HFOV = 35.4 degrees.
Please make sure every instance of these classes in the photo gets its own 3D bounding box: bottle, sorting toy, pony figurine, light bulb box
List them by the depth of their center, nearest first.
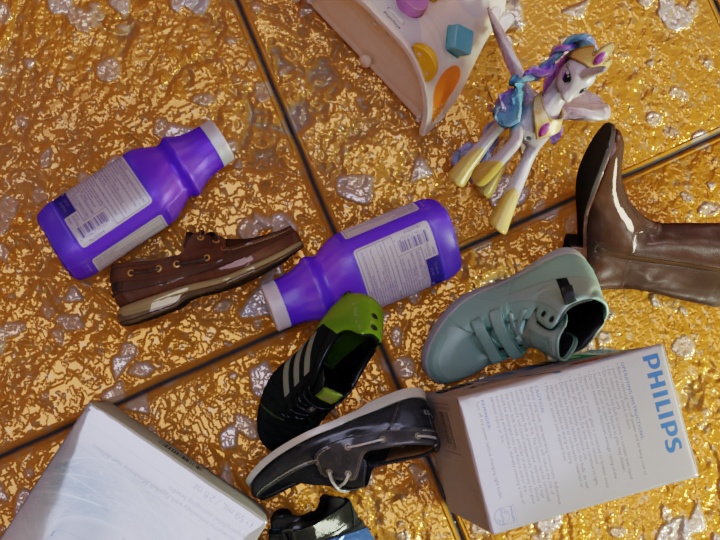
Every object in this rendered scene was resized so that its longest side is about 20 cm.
[{"bbox_3d":[0.179,0.155,1.074,0.196,0.198,0.127,-14,86,-9],"label":"light bulb box"},{"bbox_3d":[-0.218,-0.076,1.116,0.199,0.066,0.084,-35,62,-9],"label":"bottle"},{"bbox_3d":[0.171,-0.158,1.124,0.165,0.194,0.201,32,108,-14],"label":"pony figurine"},{"bbox_3d":[0.000,0.000,1.125,0.197,0.065,0.085,-23,118,-8],"label":"bottle"},{"bbox_3d":[0.065,-0.282,1.174,0.200,0.107,0.180,45,62,0],"label":"sorting toy"}]

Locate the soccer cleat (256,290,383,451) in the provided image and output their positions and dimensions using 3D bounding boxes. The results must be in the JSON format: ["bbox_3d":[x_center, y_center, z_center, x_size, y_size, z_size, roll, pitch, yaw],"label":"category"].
[{"bbox_3d":[-0.043,0.109,1.078,0.067,0.082,0.201,26,116,-18],"label":"soccer cleat"}]

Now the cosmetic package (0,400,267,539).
[{"bbox_3d":[-0.221,0.261,1.056,0.198,0.123,0.202,33,83,-2],"label":"cosmetic package"}]

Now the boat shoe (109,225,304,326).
[{"bbox_3d":[-0.154,-0.009,1.118,0.197,0.072,0.069,-21,88,-6],"label":"boat shoe"}]

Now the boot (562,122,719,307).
[{"bbox_3d":[0.316,-0.053,1.151,0.196,0.065,0.189,7,123,-2],"label":"boot"}]

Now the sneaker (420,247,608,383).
[{"bbox_3d":[0.149,0.062,1.103,0.199,0.119,0.074,-35,114,9],"label":"sneaker"}]

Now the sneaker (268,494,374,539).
[{"bbox_3d":[-0.079,0.294,1.089,0.198,0.077,0.113,-29,94,-13],"label":"sneaker"}]

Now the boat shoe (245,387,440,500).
[{"bbox_3d":[-0.018,0.182,1.097,0.197,0.072,0.069,-23,67,4],"label":"boat shoe"}]
